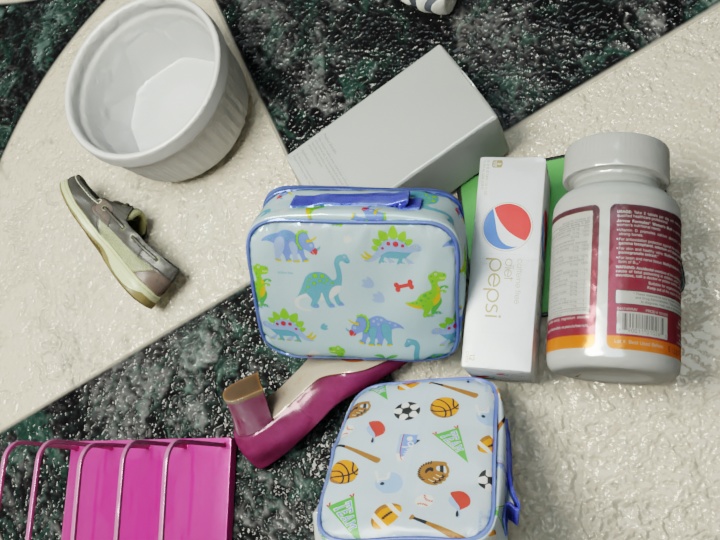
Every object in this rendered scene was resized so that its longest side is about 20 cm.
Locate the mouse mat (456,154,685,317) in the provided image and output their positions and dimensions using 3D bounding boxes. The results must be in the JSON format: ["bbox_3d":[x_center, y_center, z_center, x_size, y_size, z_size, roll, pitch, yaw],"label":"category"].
[{"bbox_3d":[0.198,-0.037,0.737,0.198,0.008,0.162,-9,72,15],"label":"mouse mat"}]

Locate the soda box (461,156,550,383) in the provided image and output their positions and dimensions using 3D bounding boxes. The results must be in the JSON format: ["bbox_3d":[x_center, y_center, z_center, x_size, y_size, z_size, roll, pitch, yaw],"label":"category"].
[{"bbox_3d":[0.138,-0.001,0.705,0.063,0.068,0.202,2,75,18],"label":"soda box"}]

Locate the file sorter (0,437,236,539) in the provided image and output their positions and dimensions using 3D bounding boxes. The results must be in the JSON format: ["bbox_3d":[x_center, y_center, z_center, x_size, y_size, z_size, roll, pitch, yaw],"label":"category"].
[{"bbox_3d":[-0.241,0.234,0.744,0.198,0.125,0.140,-5,73,18],"label":"file sorter"}]

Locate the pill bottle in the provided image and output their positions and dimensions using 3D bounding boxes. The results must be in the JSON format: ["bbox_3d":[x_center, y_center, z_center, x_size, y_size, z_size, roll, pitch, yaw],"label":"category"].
[{"bbox_3d":[0.220,-0.009,0.657,0.109,0.110,0.202,1,75,20],"label":"pill bottle"}]

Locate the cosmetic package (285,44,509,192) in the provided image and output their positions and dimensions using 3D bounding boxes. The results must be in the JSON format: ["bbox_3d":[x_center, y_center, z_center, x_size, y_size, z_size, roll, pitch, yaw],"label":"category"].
[{"bbox_3d":[0.038,-0.119,0.775,0.199,0.081,0.113,-32,63,6],"label":"cosmetic package"}]

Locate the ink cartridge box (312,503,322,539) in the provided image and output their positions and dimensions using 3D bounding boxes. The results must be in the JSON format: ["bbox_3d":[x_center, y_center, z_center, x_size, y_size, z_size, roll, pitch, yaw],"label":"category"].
[{"bbox_3d":[0.044,0.307,0.678,0.161,0.057,0.202,-5,93,18],"label":"ink cartridge box"}]

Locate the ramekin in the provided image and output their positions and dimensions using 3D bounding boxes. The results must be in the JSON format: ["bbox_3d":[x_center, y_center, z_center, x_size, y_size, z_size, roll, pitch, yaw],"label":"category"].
[{"bbox_3d":[-0.224,-0.199,0.871,0.198,0.105,0.202,-6,72,19],"label":"ramekin"}]

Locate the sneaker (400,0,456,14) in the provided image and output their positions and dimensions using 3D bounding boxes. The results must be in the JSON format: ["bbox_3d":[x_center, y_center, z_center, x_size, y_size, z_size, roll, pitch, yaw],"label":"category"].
[{"bbox_3d":[0.066,-0.392,0.848,0.129,0.079,0.201,17,90,14],"label":"sneaker"}]

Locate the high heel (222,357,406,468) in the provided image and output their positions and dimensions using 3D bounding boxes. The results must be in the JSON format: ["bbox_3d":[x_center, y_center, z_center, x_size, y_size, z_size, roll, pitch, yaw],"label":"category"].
[{"bbox_3d":[-0.032,0.128,0.758,0.198,0.097,0.068,-17,29,0],"label":"high heel"}]

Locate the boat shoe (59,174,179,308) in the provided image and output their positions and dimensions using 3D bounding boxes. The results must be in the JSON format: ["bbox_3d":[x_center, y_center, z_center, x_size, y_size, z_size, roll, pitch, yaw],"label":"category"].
[{"bbox_3d":[-0.275,-0.044,0.875,0.066,0.072,0.201,-38,66,-6],"label":"boat shoe"}]

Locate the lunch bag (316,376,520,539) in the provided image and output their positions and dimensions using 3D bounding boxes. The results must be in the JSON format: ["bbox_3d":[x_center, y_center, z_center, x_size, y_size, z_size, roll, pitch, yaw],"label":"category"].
[{"bbox_3d":[0.054,0.175,0.634,0.159,0.076,0.201,-5,31,14],"label":"lunch bag"}]

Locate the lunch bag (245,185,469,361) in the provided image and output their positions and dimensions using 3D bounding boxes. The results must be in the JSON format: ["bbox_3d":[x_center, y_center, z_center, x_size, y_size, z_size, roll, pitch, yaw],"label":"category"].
[{"bbox_3d":[0.000,0.000,0.699,0.198,0.162,0.083,0,33,10],"label":"lunch bag"}]
